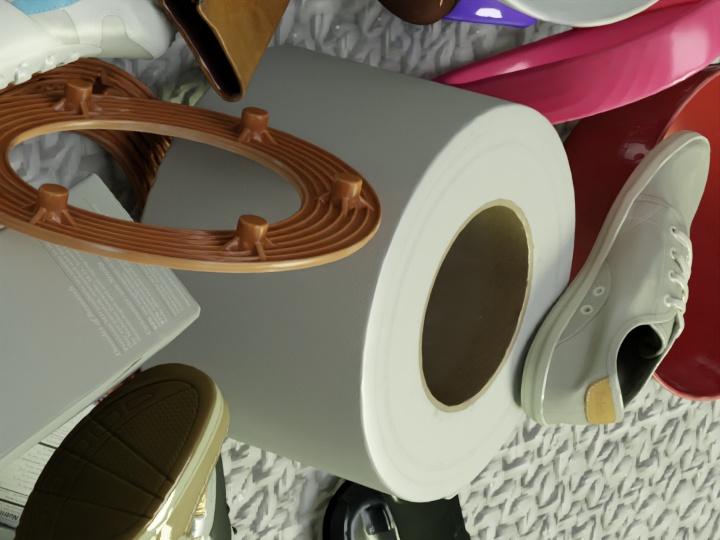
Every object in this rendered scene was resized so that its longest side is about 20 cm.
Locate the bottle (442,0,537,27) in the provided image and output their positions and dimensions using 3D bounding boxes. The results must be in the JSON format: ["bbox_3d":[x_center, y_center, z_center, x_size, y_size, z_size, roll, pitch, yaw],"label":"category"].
[{"bbox_3d":[0.070,-0.231,1.388,0.083,0.065,0.201,0,102,-40],"label":"bottle"}]

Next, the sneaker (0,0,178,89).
[{"bbox_3d":[-0.171,-0.109,1.165,0.199,0.076,0.081,7,87,-38],"label":"sneaker"}]

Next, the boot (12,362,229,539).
[{"bbox_3d":[-0.089,0.153,1.195,0.155,0.072,0.201,35,80,-48],"label":"boot"}]

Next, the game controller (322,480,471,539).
[{"bbox_3d":[0.031,0.190,1.506,0.104,0.042,0.201,-47,133,-45],"label":"game controller"}]

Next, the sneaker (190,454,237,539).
[{"bbox_3d":[-0.087,0.152,1.341,0.088,0.076,0.201,-23,131,-42],"label":"sneaker"}]

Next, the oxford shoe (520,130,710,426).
[{"bbox_3d":[0.147,0.008,1.371,0.200,0.058,0.075,-57,150,-35],"label":"oxford shoe"}]

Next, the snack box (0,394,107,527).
[{"bbox_3d":[-0.196,0.067,1.198,0.200,0.024,0.072,23,105,-39],"label":"snack box"}]

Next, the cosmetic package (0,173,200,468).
[{"bbox_3d":[-0.166,0.045,1.093,0.090,0.107,0.200,51,34,-3],"label":"cosmetic package"}]

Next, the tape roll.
[{"bbox_3d":[0.000,0.000,1.303,0.203,0.139,0.203,-34,131,-49],"label":"tape roll"}]

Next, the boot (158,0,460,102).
[{"bbox_3d":[-0.023,-0.150,1.259,0.200,0.068,0.189,-67,143,-45],"label":"boot"}]

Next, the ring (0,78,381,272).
[{"bbox_3d":[-0.088,-0.046,1.142,0.200,0.200,0.019,-10,119,-44],"label":"ring"}]

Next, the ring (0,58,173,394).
[{"bbox_3d":[-0.148,-0.002,1.256,0.200,0.019,0.201,-15,112,-43],"label":"ring"}]

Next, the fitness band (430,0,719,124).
[{"bbox_3d":[0.121,-0.113,1.384,0.144,0.200,0.038,-38,109,-43],"label":"fitness band"}]

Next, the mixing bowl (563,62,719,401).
[{"bbox_3d":[0.178,-0.035,1.530,0.200,0.108,0.201,-18,115,-42],"label":"mixing bowl"}]

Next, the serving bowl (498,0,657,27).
[{"bbox_3d":[0.100,-0.226,1.327,0.199,0.066,0.201,-8,104,-34],"label":"serving bowl"}]

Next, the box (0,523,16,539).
[{"bbox_3d":[-0.209,0.168,1.193,0.200,0.097,0.125,25,84,-49],"label":"box"}]
